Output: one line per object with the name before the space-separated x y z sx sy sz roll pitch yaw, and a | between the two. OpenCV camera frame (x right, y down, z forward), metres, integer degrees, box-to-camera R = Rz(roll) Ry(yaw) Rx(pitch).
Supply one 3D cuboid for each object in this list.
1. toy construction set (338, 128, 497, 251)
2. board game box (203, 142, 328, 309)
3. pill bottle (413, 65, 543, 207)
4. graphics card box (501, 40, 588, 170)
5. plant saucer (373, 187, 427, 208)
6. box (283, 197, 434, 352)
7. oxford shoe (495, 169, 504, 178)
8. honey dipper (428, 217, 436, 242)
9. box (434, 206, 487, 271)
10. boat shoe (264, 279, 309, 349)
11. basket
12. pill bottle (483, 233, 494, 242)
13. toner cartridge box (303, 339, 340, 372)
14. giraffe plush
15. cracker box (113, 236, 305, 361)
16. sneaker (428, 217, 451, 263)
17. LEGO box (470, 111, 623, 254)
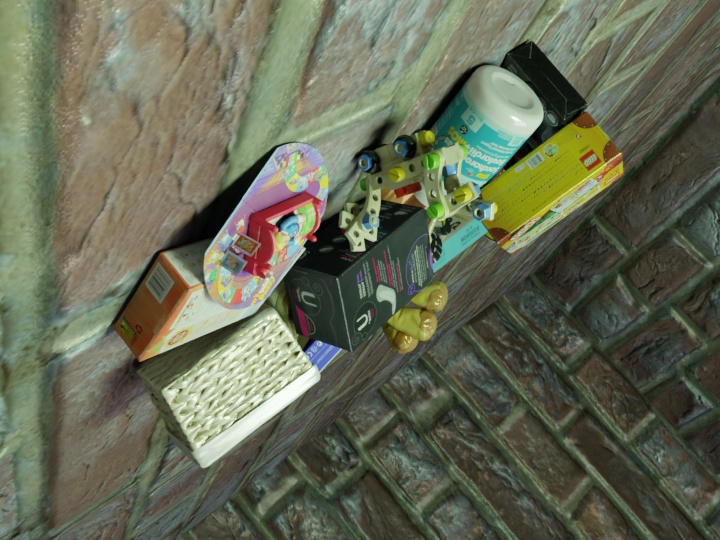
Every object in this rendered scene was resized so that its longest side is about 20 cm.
toy construction set | 0.059 -0.098 1.021 0.200 0.131 0.092 -17 -173 30
board game box | -0.084 -0.037 0.904 0.200 0.039 0.158 -56 155 -8
pill bottle | 0.147 -0.171 1.129 0.111 0.111 0.200 -26 160 -48
graphics card box | 0.238 -0.218 1.196 0.051 0.126 0.200 -30 166 -19
plant saucer | 0.078 -0.113 1.296 0.200 0.037 0.200 -38 167 -11
box | 0.000 0.000 1.140 0.200 0.106 0.122 -39 131 -39
oxford shoe | 0.217 -0.185 1.430 0.200 0.071 0.074 101 15 -69
honey dipper | 0.131 -0.126 1.229 0.200 0.038 0.038 -67 162 8
box | 0.167 -0.076 1.536 0.200 0.082 0.049 -35 134 -25
boat shoe | -0.109 0.064 1.214 0.073 0.063 0.201 -61 165 -20
basket | -0.180 0.138 1.102 0.200 0.123 0.136 -36 -156 -21
pill bottle | 0.305 -0.139 1.690 0.112 0.112 0.200 -37 166 -14
toner cartridge box | -0.043 0.090 1.322 0.200 0.043 0.095 -47 -166 8
giraffe plush | 0.024 0.045 1.433 0.162 0.200 0.173 6 112 -50
cracker box | -0.172 0.018 0.967 0.200 0.058 0.134 -22 157 -53
sneaker | 0.095 -0.047 1.416 0.081 0.074 0.200 -29 -171 30
LEGO box | 0.262 -0.116 1.165 0.200 0.077 0.149 -37 165 12
